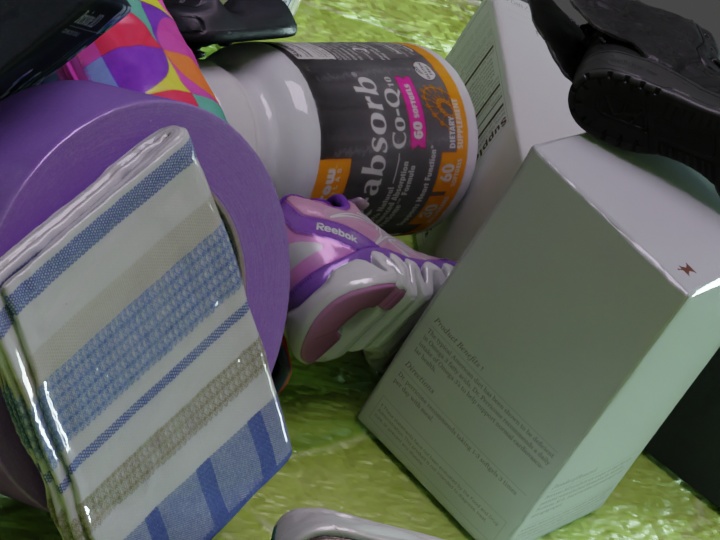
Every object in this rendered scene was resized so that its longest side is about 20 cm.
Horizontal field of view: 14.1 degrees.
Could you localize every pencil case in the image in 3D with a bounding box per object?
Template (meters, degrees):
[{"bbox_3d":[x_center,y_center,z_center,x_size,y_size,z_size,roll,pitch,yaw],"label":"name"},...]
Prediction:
[{"bbox_3d":[-0.133,-0.110,1.512,0.088,0.088,0.200,2,44,-41],"label":"pencil case"}]

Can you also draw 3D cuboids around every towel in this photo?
[{"bbox_3d":[-0.103,0.049,1.340,0.024,0.201,0.147,14,45,39],"label":"towel"}]

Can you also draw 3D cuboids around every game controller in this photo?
[{"bbox_3d":[-0.131,-0.139,1.644,0.199,0.042,0.104,6,2,42],"label":"game controller"}]

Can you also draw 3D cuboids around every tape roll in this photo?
[{"bbox_3d":[-0.125,0.014,1.371,0.065,0.201,0.200,14,13,42],"label":"tape roll"}]

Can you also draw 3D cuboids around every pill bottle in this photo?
[{"bbox_3d":[-0.036,-0.073,1.661,0.200,0.117,0.116,-5,47,-46],"label":"pill bottle"}]

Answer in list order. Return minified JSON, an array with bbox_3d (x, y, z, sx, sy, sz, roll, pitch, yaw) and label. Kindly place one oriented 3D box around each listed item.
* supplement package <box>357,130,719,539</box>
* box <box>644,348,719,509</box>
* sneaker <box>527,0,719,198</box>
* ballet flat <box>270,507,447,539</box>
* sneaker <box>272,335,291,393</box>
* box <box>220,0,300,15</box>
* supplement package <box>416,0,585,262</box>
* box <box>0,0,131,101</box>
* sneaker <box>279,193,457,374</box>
[{"bbox_3d":[0.112,0.035,1.564,0.117,0.200,0.117,46,33,20],"label":"supplement package"},{"bbox_3d":[0.263,0.014,1.739,0.117,0.197,0.200,37,31,9],"label":"box"},{"bbox_3d":[0.178,-0.093,1.551,0.199,0.060,0.104,27,33,-4],"label":"sneaker"},{"bbox_3d":[0.042,0.158,1.468,0.199,0.070,0.070,18,33,-22],"label":"ballet flat"},{"bbox_3d":[-0.117,0.025,1.487,0.199,0.075,0.085,9,34,-35],"label":"sneaker"},{"bbox_3d":[-0.138,-0.240,1.749,0.176,0.097,0.200,32,14,30],"label":"box"},{"bbox_3d":[0.110,-0.053,1.766,0.121,0.120,0.200,22,33,-20],"label":"supplement package"},{"bbox_3d":[-0.220,-0.105,1.357,0.107,0.200,0.148,52,4,-1],"label":"box"},{"bbox_3d":[0.000,0.000,1.582,0.089,0.080,0.200,51,14,19],"label":"sneaker"}]
